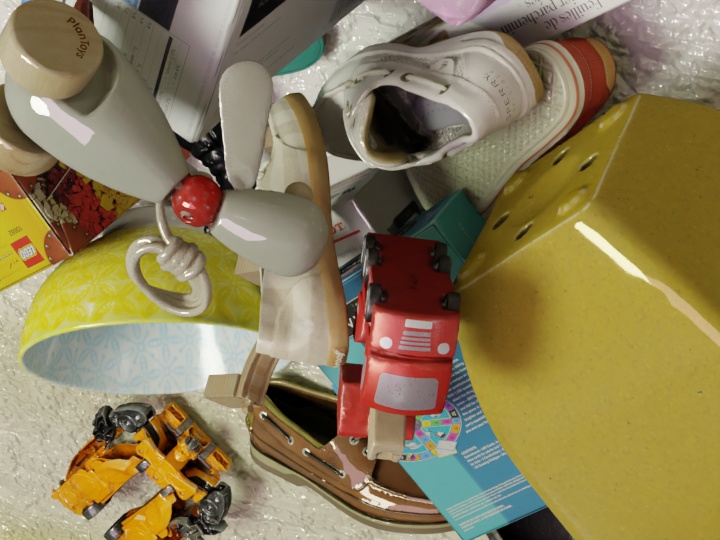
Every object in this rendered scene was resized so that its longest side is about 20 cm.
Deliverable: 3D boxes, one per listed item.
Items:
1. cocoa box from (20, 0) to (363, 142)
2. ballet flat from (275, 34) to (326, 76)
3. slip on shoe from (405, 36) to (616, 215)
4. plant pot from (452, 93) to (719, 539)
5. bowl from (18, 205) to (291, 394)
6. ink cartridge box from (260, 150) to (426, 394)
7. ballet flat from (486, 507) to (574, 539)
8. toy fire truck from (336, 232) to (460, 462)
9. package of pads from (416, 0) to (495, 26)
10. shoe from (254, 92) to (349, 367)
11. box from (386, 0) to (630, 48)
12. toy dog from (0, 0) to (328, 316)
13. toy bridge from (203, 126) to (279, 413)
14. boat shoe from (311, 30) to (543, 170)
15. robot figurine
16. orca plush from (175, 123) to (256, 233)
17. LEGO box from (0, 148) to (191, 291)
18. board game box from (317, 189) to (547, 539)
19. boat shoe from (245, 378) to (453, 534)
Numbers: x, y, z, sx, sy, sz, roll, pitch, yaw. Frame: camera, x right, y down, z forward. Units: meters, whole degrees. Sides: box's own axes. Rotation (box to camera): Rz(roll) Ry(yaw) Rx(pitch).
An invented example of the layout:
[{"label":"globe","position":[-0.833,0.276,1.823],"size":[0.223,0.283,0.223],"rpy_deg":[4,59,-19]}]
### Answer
[{"label":"cocoa box","position":[-0.078,-0.197,0.889],"size":[0.131,0.200,0.133],"rpy_deg":[34,136,8]},{"label":"ballet flat","position":[-0.122,-0.164,0.999],"size":[0.071,0.200,0.069],"rpy_deg":[-116,29,-45]},{"label":"slip on shoe","position":[0.089,-0.085,0.956],"size":[0.074,0.061,0.200],"rpy_deg":[63,147,8]},{"label":"plant pot","position":[0.169,0.020,0.867],"size":[0.200,0.196,0.194],"rpy_deg":[44,134,-12]},{"label":"bowl","position":[-0.149,0.016,1.136],"size":[0.200,0.200,0.108],"rpy_deg":[-19,66,41]},{"label":"ink cartridge box","position":[0.000,0.000,1.069],"size":[0.116,0.068,0.200],"rpy_deg":[-22,107,40]},{"label":"ballet flat","position":[0.110,0.164,1.107],"size":[0.066,0.057,0.200],"rpy_deg":[-33,106,2]},{"label":"toy fire truck","position":[0.018,0.055,0.875],"size":[0.049,0.200,0.141],"rpy_deg":[6,107,-3]},{"label":"package of pads","position":[0.093,-0.231,0.808],"size":[0.076,0.121,0.200],"rpy_deg":[39,134,4]},{"label":"shoe","position":[-0.044,-0.030,0.933],"size":[0.053,0.200,0.070],"rpy_deg":[-5,143,-5]},{"label":"box","position":[0.086,-0.150,0.926],"size":[0.200,0.041,0.039],"rpy_deg":[-21,108,42]},{"label":"toy dog","position":[-0.107,-0.077,0.814],"size":[0.132,0.096,0.200],"rpy_deg":[-20,128,40]},{"label":"toy bridge","position":[-0.052,-0.003,1.004],"size":[0.067,0.200,0.027],"rpy_deg":[-8,154,45]},{"label":"boat shoe","position":[0.019,-0.093,0.919],"size":[0.071,0.069,0.200],"rpy_deg":[55,150,-15]},{"label":"robot figurine","position":[-0.184,0.180,1.326],"size":[0.145,0.058,0.200],"rpy_deg":[46,135,-4]},{"label":"orca plush","position":[-0.139,-0.119,1.045],"size":[0.105,0.071,0.200],"rpy_deg":[-18,93,27]},{"label":"LEGO box","position":[-0.247,-0.049,1.141],"size":[0.200,0.149,0.077],"rpy_deg":[-22,108,42]},{"label":"board game box","position":[0.066,0.066,0.997],"size":[0.151,0.047,0.200],"rpy_deg":[-32,101,39]},{"label":"boat shoe","position":[-0.003,0.138,1.166],"size":[0.200,0.072,0.068],"rpy_deg":[15,128,24]}]
